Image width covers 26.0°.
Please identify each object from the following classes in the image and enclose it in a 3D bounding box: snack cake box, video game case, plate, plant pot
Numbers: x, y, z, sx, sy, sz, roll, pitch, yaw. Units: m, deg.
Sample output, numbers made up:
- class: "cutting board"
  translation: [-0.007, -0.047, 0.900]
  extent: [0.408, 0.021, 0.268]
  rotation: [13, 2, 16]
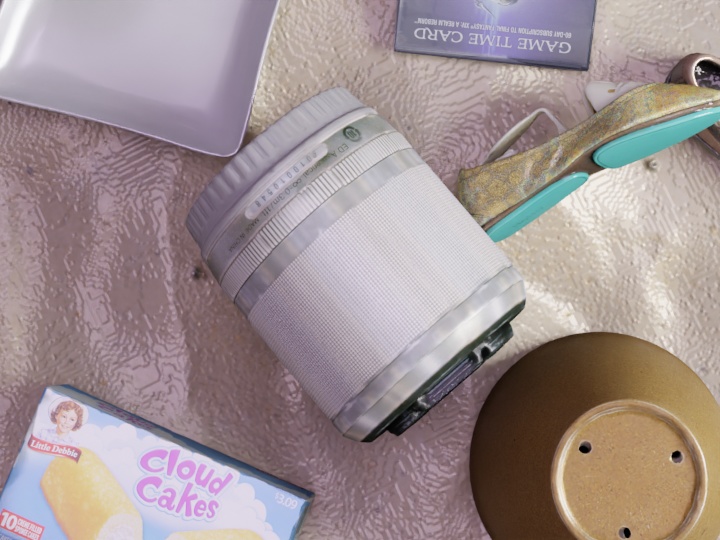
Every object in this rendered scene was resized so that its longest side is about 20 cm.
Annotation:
- class: "snack cake box"
  translation: [-0.144, 0.170, 1.085]
  extent: [0.199, 0.067, 0.116]
  rotation: [22, 88, 5]
- class: "video game case"
  translation: [0.101, -0.246, 1.089]
  extent: [0.141, 0.019, 0.202]
  rotation: [6, 109, 5]
- class: "plate"
  translation: [-0.155, -0.196, 1.127]
  extent: [0.198, 0.032, 0.202]
  rotation: [15, 82, 4]
- class: "plant pot"
  translation: [0.162, 0.127, 1.001]
  extent: [0.184, 0.200, 0.188]
  rotation: [0, 84, 4]

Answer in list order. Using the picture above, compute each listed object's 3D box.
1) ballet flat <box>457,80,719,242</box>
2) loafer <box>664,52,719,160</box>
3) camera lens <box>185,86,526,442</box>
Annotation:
- class: "ballet flat"
  translation: [0.151, -0.090, 1.069]
  extent: [0.199, 0.071, 0.071]
  rotation: [-29, 84, 21]
- class: "loafer"
  translation: [0.295, -0.080, 1.075]
  extent: [0.199, 0.063, 0.072]
  rotation: [37, 88, 6]
- class: "camera lens"
  translation: [0.000, 0.000, 1.041]
  extent: [0.160, 0.160, 0.200]
  rotation: [-40, 84, 0]
